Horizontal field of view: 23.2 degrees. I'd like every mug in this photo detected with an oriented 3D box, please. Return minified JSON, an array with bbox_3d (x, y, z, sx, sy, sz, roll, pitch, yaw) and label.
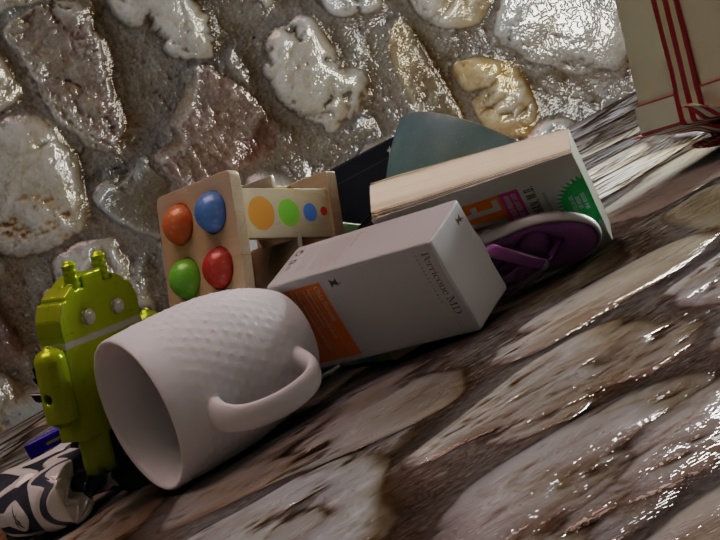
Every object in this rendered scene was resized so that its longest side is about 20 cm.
[{"bbox_3d":[-0.116,0.098,1.576,0.174,0.149,0.199,-27,22,-30],"label":"mug"}]

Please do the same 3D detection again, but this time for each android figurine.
[{"bbox_3d":[-0.244,0.084,1.649,0.041,0.202,0.182,-5,7,30],"label":"android figurine"}]

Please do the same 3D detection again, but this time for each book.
[{"bbox_3d":[0.125,-0.052,1.663,0.198,0.134,0.048,-17,46,17],"label":"book"}]

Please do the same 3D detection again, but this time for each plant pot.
[{"bbox_3d":[0.104,-0.055,1.796,0.136,0.199,0.200,-65,14,-12],"label":"plant pot"}]

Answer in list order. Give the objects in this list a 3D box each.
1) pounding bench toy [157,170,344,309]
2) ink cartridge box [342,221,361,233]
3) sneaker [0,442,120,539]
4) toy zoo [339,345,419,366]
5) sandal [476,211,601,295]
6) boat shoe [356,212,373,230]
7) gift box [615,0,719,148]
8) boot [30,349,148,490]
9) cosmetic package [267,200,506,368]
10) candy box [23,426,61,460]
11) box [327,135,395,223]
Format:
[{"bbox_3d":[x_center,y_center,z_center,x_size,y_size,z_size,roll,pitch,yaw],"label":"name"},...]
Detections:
[{"bbox_3d":[-0.136,-0.017,1.767,0.155,0.126,0.199,-2,-10,-42],"label":"pounding bench toy"},{"bbox_3d":[-0.049,-0.036,1.921,0.145,0.048,0.199,4,1,-42],"label":"ink cartridge box"},{"bbox_3d":[-0.316,0.216,1.783,0.129,0.080,0.199,-18,18,19],"label":"sneaker"},{"bbox_3d":[0.050,0.055,1.761,0.131,0.021,0.200,-30,5,-18],"label":"toy zoo"},{"bbox_3d":[0.132,-0.003,1.644,0.201,0.050,0.083,-14,-36,19],"label":"sandal"},{"bbox_3d":[0.000,0.000,1.786,0.066,0.070,0.200,-17,-24,-22],"label":"boat shoe"},{"bbox_3d":[0.384,-0.233,1.899,0.198,0.189,0.184,-13,-2,-29],"label":"gift box"},{"bbox_3d":[-0.239,0.104,1.757,0.073,0.163,0.199,-17,30,33],"label":"boot"},{"bbox_3d":[0.023,0.016,1.624,0.199,0.102,0.071,-17,25,38],"label":"cosmetic package"},{"bbox_3d":[-0.267,0.171,2.052,0.168,0.077,0.200,-27,5,29],"label":"candy box"},{"bbox_3d":[0.016,-0.044,2.075,0.199,0.183,0.104,-26,4,22],"label":"box"}]
